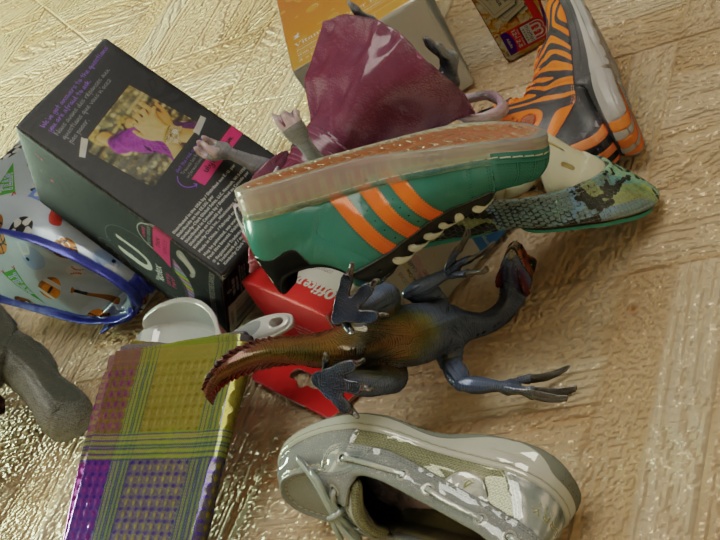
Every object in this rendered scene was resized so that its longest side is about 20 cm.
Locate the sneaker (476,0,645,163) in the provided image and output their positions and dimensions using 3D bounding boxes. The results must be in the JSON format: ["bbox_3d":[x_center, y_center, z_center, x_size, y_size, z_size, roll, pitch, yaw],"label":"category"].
[{"bbox_3d":[0.132,-0.133,1.061,0.112,0.078,0.200,-25,33,16],"label":"sneaker"}]

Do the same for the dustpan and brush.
[{"bbox_3d":[-0.115,0.067,1.028,0.199,0.057,0.140,-14,50,31],"label":"dustpan and brush"}]

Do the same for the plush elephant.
[{"bbox_3d":[-0.336,0.098,1.155,0.164,0.155,0.200,-11,55,-37],"label":"plush elephant"}]

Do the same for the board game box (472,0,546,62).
[{"bbox_3d":[0.087,-0.293,1.199,0.046,0.200,0.152,-27,33,14],"label":"board game box"}]

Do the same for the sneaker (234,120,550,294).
[{"bbox_3d":[0.025,-0.037,0.877,0.199,0.080,0.071,-11,14,21],"label":"sneaker"}]

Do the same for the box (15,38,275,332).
[{"bbox_3d":[-0.148,-0.061,1.101,0.200,0.122,0.106,35,68,13],"label":"box"}]

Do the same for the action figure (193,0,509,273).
[{"bbox_3d":[-0.019,-0.081,1.010,0.200,0.149,0.134,-60,27,-2],"label":"action figure"}]

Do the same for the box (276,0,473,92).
[{"bbox_3d":[0.006,-0.210,1.264,0.124,0.098,0.200,-30,32,10],"label":"box"}]

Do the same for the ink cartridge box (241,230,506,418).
[{"bbox_3d":[0.000,0.000,1.021,0.200,0.067,0.116,-47,33,-17],"label":"ink cartridge box"}]

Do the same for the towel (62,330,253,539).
[{"bbox_3d":[-0.138,0.135,0.963,0.143,0.023,0.201,-8,62,40],"label":"towel"}]

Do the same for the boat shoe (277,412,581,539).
[{"bbox_3d":[0.026,0.131,0.821,0.201,0.075,0.065,3,44,37],"label":"boat shoe"}]

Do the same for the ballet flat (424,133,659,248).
[{"bbox_3d":[0.096,-0.056,0.934,0.199,0.074,0.074,-9,33,-5],"label":"ballet flat"}]

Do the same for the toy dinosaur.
[{"bbox_3d":[0.032,0.024,0.887,0.199,0.105,0.181,2,6,25],"label":"toy dinosaur"}]

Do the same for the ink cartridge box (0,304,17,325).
[{"bbox_3d":[-0.384,0.054,1.349,0.099,0.039,0.200,-43,31,-11],"label":"ink cartridge box"}]

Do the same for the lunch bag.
[{"bbox_3d":[-0.220,-0.042,1.233,0.199,0.124,0.170,9,50,31],"label":"lunch bag"}]
